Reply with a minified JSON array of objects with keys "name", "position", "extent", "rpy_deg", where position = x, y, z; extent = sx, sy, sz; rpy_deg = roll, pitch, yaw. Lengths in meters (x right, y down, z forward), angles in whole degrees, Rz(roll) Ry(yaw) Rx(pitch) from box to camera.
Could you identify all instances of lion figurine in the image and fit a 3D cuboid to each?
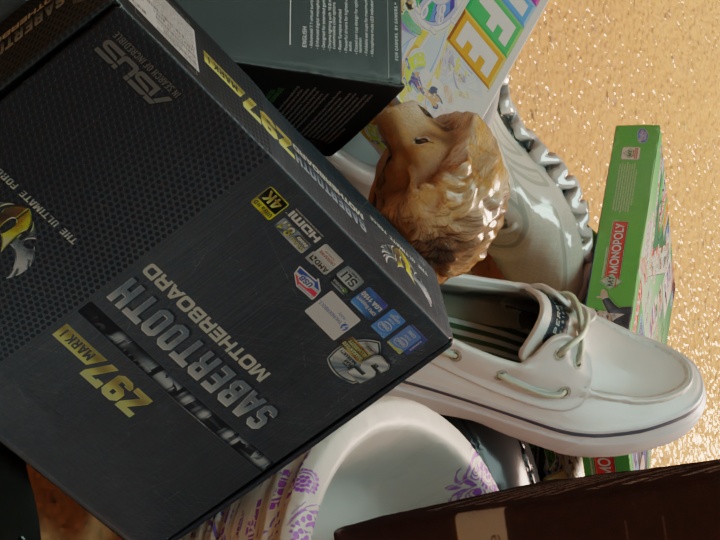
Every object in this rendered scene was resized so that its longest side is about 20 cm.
[{"name":"lion figurine","position":[0.000,0.000,0.875],"extent":[0.072,0.201,0.123],"rpy_deg":[30,32,-9]}]

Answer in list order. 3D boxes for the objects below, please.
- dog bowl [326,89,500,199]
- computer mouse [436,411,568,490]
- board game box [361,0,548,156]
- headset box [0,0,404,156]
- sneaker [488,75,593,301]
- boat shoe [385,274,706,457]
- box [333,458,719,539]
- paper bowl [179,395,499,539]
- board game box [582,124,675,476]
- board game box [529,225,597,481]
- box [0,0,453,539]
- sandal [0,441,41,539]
[{"name":"dog bowl","position":[-0.011,-0.117,0.980],"extent":[0.199,0.058,0.202],"rpy_deg":[17,65,-41]},{"name":"computer mouse","position":[0.088,0.112,1.075],"extent":[0.201,0.046,0.140],"rpy_deg":[60,25,1]},{"name":"board game box","position":[0.031,-0.157,0.968],"extent":[0.135,0.034,0.201],"rpy_deg":[48,49,-23]},{"name":"headset box","position":[-0.090,-0.148,0.799],"extent":[0.198,0.093,0.176],"rpy_deg":[5,73,-21]},{"name":"sneaker","position":[0.061,-0.059,1.117],"extent":[0.081,0.075,0.201],"rpy_deg":[-42,111,-42]},{"name":"boat shoe","position":[0.084,0.042,1.006],"extent":[0.198,0.067,0.074],"rpy_deg":[6,47,-15]},{"name":"box","position":[0.123,0.163,0.814],"extent":[0.164,0.198,0.168],"rpy_deg":[-2,81,-57]},{"name":"paper bowl","position":[-0.014,0.160,0.883],"extent":[0.200,0.104,0.203],"rpy_deg":[25,60,-53]},{"name":"board game box","position":[0.153,0.033,1.172],"extent":[0.135,0.029,0.201],"rpy_deg":[76,22,-43]},{"name":"board game box","position":[0.122,0.064,1.207],"extent":[0.105,0.023,0.202],"rpy_deg":[35,53,-45]},{"name":"box","position":[-0.085,0.000,0.754],"extent":[0.200,0.157,0.051],"rpy_deg":[46,18,-32]},{"name":"sandal","position":[-0.127,0.131,0.741],"extent":[0.075,0.045,0.202],"rpy_deg":[8,65,-54]}]
